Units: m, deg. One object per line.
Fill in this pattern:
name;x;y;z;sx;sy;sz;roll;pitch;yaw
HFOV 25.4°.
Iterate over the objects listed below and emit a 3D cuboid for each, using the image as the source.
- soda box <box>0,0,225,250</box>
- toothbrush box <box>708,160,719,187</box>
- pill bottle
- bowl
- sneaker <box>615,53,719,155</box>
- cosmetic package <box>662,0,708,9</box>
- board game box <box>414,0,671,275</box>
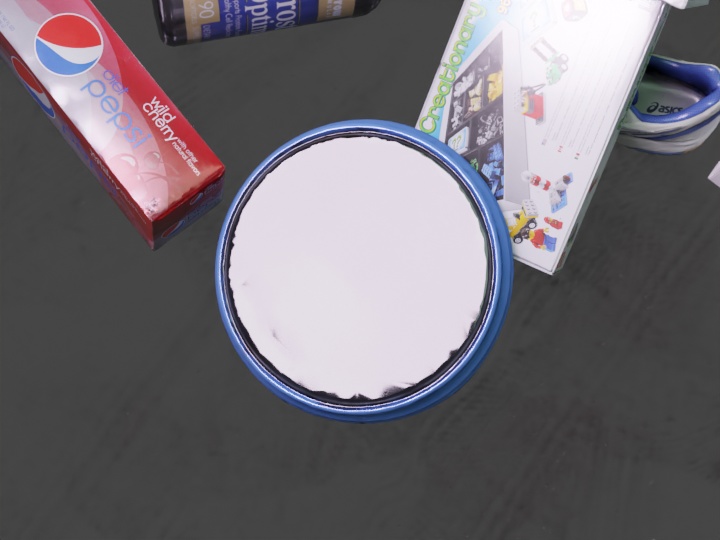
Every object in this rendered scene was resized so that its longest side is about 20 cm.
soda box;-0.174;-0.115;1.071;0.063;0.070;0.200;-37;81;-15
toothbrush box;0.365;-0.106;1.116;0.146;0.085;0.200;36;74;4
pill bottle;-0.047;-0.223;1.093;0.199;0.112;0.112;-11;76;-8
bowl;0.000;0.000;1.044;0.199;0.039;0.202;-1;86;8
sneaker;0.155;-0.128;1.100;0.199;0.088;0.076;0;76;-4
cosmetic package;0.139;-0.241;1.000;0.200;0.051;0.083;30;117;24
board game box;0.112;-0.114;1.059;0.126;0.035;0.201;25;103;15
